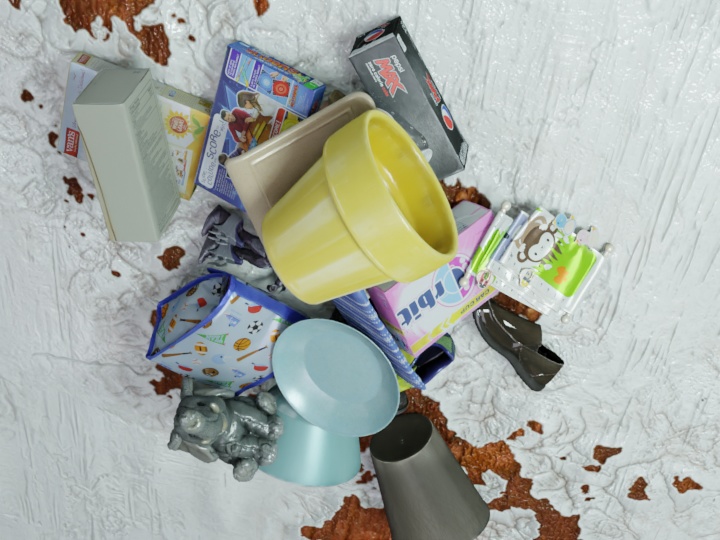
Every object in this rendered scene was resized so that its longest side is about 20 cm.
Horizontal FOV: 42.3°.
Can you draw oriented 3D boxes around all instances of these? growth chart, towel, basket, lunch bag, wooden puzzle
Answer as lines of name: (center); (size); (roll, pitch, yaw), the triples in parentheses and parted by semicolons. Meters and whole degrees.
growth chart: (0.241, -0.014, 1.251); (0.198, 0.018, 0.147); (22, 97, -22)
towel: (0.009, 0.069, 1.273); (0.024, 0.144, 0.201); (-41, 123, -12)
basket: (0.098, 0.348, 1.532); (0.178, 0.137, 0.202); (-16, 118, 17)
lunch bag: (-0.188, 0.084, 1.374); (0.169, 0.125, 0.199); (30, 137, -34)
wooden puzzle: (-0.057, -0.120, 1.190); (0.198, 0.037, 0.186); (-27, 137, -4)

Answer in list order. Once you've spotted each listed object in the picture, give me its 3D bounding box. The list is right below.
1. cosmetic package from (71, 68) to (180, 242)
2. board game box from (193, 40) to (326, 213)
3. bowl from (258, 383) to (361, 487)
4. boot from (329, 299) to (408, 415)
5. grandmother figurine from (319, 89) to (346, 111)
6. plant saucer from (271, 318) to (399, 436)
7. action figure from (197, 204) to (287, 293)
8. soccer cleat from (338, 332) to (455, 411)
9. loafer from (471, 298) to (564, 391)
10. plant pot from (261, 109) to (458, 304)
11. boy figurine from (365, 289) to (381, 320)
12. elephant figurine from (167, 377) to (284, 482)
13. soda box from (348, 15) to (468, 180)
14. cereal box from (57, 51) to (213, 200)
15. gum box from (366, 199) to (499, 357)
cosmetic package: (-0.299, -0.147, 1.206); (0.072, 0.104, 0.203); (1, 125, 11)
board game box: (-0.134, -0.174, 1.207); (0.134, 0.034, 0.202); (29, 121, 13)
bowl: (-0.085, 0.240, 1.465); (0.197, 0.201, 0.107); (13, 107, 1)
boot: (0.019, 0.125, 1.423); (0.198, 0.070, 0.175); (23, 119, -16)
grandmother figurine: (-0.075, -0.149, 1.243); (0.121, 0.061, 0.200); (39, 121, -7)
plant saucer: (-0.031, 0.146, 1.330); (0.198, 0.039, 0.204); (12, 123, 18)
action figure: (-0.131, -0.018, 1.337); (0.197, 0.070, 0.131); (20, 146, 6)
soccer cleat: (0.051, 0.154, 1.367); (0.199, 0.084, 0.065); (-34, 118, 6)
loafer: (0.230, 0.090, 1.361); (0.071, 0.073, 0.200); (-34, 119, 19)
plant pot: (-0.011, -0.059, 1.118); (0.187, 0.202, 0.201); (-28, 117, 23)
boy figurine: (0.000, 0.000, 1.296); (0.064, 0.125, 0.201); (-33, 110, 15)
elephant figurine: (-0.218, 0.215, 1.345); (0.198, 0.143, 0.155); (24, 128, -39)
soda box: (0.063, -0.208, 1.169); (0.070, 0.064, 0.201); (-20, 120, 23)
cereal box: (-0.305, -0.194, 1.263); (0.197, 0.040, 0.145); (21, 127, -5)
gum box: (0.112, 0.006, 1.254); (0.199, 0.066, 0.114); (-37, 122, -15)
